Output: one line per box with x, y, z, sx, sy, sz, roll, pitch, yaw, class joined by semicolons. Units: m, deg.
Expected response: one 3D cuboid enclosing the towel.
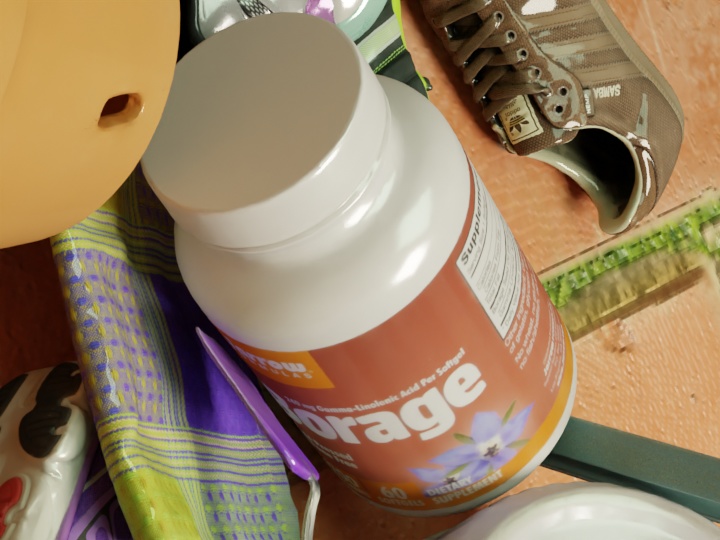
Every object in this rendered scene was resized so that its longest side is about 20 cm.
-0.071;0.011;0.759;0.144;0.023;0.201;30;44;-68;towel

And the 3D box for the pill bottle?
0.000;0.000;0.769;0.200;0.112;0.113;54;38;-48;pill bottle

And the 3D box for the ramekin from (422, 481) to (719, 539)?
0.088;0.173;0.794;0.201;0.094;0.203;10;57;-16;ramekin

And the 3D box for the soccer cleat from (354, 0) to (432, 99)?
-0.013;-0.097;0.890;0.081;0.067;0.201;4;68;-26;soccer cleat

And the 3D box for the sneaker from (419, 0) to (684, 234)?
0.082;-0.098;0.970;0.200;0.070;0.076;39;51;-26;sneaker

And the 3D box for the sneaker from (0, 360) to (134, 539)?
-0.108;0.122;0.687;0.083;0.080;0.201;47;46;-28;sneaker

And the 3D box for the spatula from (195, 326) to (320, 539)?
-0.013;0.112;0.726;0.057;0.020;0.201;50;19;-77;spatula

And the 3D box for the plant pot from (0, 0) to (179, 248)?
-0.152;-0.082;0.654;0.140;0.199;0.201;10;66;-54;plant pot

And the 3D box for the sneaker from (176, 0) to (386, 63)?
-0.092;-0.156;0.816;0.140;0.078;0.200;-28;71;-31;sneaker

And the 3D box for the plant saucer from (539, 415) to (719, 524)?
0.111;0.079;0.839;0.070;0.199;0.019;32;76;-48;plant saucer
